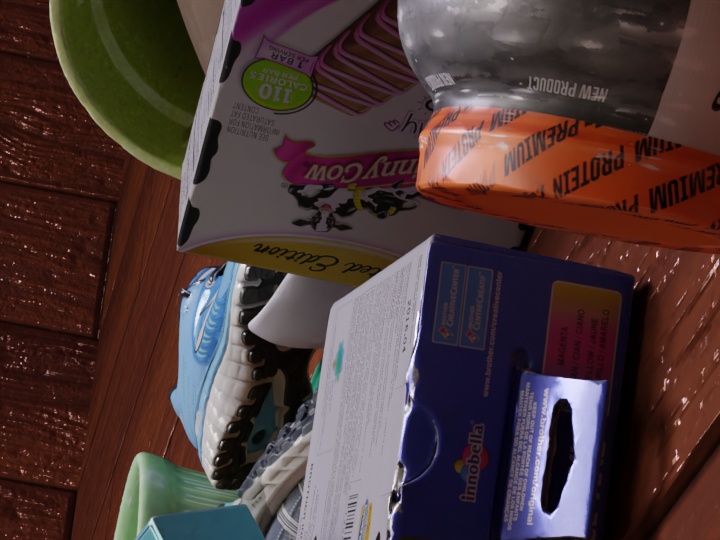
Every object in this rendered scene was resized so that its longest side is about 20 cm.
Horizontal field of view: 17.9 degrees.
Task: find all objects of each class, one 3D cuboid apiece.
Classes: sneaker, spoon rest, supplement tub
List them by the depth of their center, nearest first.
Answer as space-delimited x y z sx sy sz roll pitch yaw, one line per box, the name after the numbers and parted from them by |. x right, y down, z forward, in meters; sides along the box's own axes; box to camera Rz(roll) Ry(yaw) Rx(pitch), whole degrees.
0.078 -0.110 0.582 0.123 0.122 0.201 172 108 -80 | supplement tub
0.000 0.000 1.042 0.061 0.099 0.200 57 168 -8 | spoon rest
-0.016 0.116 1.045 0.200 0.086 0.078 -50 3 27 | sneaker
-0.063 0.014 1.181 0.090 0.078 0.200 41 124 38 | sneaker

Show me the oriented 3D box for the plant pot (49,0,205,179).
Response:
-0.055 -0.176 1.297 0.184 0.200 0.201 -73 0 -57 | plant pot

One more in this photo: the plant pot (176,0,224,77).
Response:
-0.016 -0.149 1.036 0.200 0.200 0.175 157 107 -78 | plant pot

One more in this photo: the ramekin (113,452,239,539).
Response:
-0.088 0.205 1.241 0.200 0.097 0.201 -171 90 -81 | ramekin

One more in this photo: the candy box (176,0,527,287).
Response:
0.014 -0.086 0.876 0.061 0.136 0.200 -90 13 -51 | candy box

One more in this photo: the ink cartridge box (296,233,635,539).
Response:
0.033 0.069 0.780 0.200 0.076 0.137 139 140 -77 | ink cartridge box

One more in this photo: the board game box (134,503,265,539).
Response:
-0.047 0.206 0.782 0.151 0.047 0.200 -50 59 35 | board game box

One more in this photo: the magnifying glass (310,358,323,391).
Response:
-0.013 0.097 1.169 0.200 0.022 0.080 -129 50 -76 | magnifying glass
